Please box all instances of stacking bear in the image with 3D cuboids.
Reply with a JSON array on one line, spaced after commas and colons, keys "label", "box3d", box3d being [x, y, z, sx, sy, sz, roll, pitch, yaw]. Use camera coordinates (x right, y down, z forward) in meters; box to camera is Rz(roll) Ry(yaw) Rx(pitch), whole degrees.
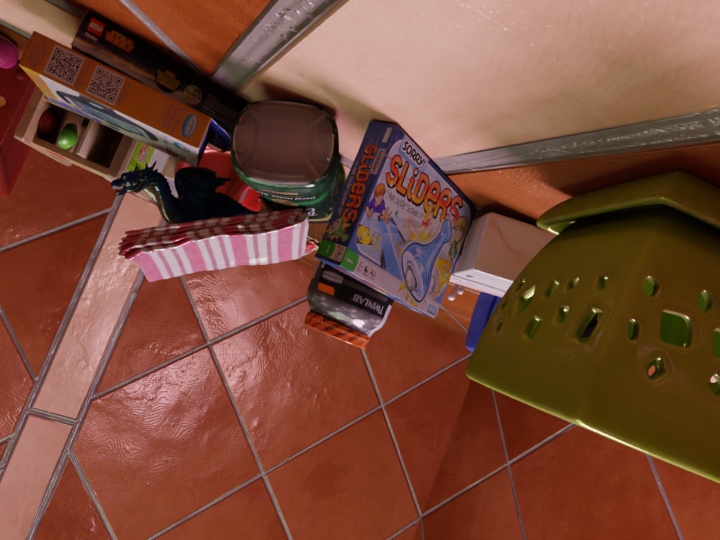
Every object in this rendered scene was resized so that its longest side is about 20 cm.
[{"label": "stacking bear", "box3d": [-0.220, -0.140, 0.914, 0.113, 0.122, 0.200, 30, -179, -14]}]

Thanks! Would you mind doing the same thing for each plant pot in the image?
[{"label": "plant pot", "box3d": [0.224, 0.043, 0.454, 0.198, 0.184, 0.199, 23, 174, -9]}, {"label": "plant pot", "box3d": [-0.617, -0.263, 0.942, 0.198, 0.203, 0.175, 25, 162, -30]}]

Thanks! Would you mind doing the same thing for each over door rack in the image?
[{"label": "over door rack", "box3d": [0.110, -0.003, 1.094, 0.146, 0.067, 0.200, 20, 174, 21]}]

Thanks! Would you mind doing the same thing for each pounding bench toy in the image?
[{"label": "pounding bench toy", "box3d": [-0.344, -0.187, 0.823, 0.154, 0.126, 0.200, 22, 175, 1]}]

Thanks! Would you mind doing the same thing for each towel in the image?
[{"label": "towel", "box3d": [-0.156, -0.023, 0.676, 0.197, 0.030, 0.146, -9, 168, -8]}]

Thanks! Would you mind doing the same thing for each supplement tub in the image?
[{"label": "supplement tub", "box3d": [0.000, 0.000, 0.846, 0.121, 0.202, 0.123, 21, 175, 2]}]

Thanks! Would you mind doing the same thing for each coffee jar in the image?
[{"label": "coffee jar", "box3d": [-0.069, -0.108, 0.647, 0.103, 0.087, 0.200, 6, 174, 3]}]

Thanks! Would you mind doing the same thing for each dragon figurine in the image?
[{"label": "dragon figurine", "box3d": [-0.189, -0.090, 0.715, 0.198, 0.101, 0.059, -15, -155, -32]}]

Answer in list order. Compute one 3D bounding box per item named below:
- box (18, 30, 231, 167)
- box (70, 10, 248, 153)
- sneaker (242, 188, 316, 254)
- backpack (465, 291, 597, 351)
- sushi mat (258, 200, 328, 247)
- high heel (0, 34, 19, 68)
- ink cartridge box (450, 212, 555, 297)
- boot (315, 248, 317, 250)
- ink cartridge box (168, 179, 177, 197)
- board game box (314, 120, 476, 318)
[{"label": "box", "box3d": [-0.235, -0.165, 0.623, 0.198, 0.042, 0.119, 26, 174, -15]}, {"label": "box", "box3d": [-0.217, -0.197, 0.661, 0.198, 0.040, 0.136, 26, 173, -30]}, {"label": "sneaker", "box3d": [-0.151, -0.108, 1.057, 0.200, 0.078, 0.085, 41, 151, -19]}, {"label": "backpack", "box3d": [0.278, 0.097, 0.938, 0.199, 0.165, 0.167, 9, -165, -46]}, {"label": "sushi mat", "box3d": [-0.085, -0.090, 0.816, 0.095, 0.012, 0.201, 25, -156, -14]}, {"label": "high heel", "box3d": [-0.501, -0.274, 0.764, 0.067, 0.097, 0.200, 23, 175, -18]}, {"label": "ink cartridge box", "box3d": [0.170, -0.009, 0.730, 0.114, 0.068, 0.200, 17, 175, -4]}, {"label": "boot", "box3d": [-0.102, -0.074, 1.230, 0.199, 0.074, 0.155, 8, 163, 48]}, {"label": "ink cartridge box", "box3d": [-0.368, -0.187, 0.996, 0.172, 0.044, 0.201, 16, 149, 44]}, {"label": "board game box", "box3d": [0.046, -0.041, 0.607, 0.034, 0.137, 0.199, 18, 174, 36]}]
